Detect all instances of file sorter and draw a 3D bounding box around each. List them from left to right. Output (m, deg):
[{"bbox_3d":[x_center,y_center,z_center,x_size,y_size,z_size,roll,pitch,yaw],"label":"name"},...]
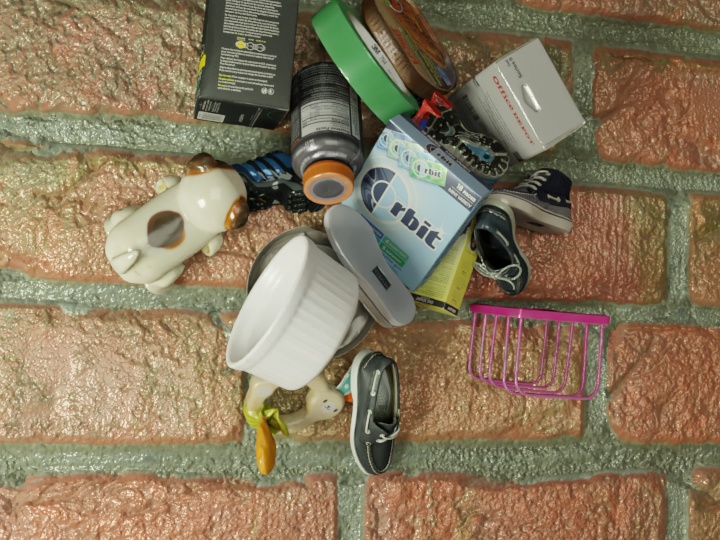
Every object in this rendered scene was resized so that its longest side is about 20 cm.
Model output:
[{"bbox_3d":[0.257,0.119,1.316,0.138,0.200,0.126,6,89,-12],"label":"file sorter"}]

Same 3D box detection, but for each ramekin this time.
[{"bbox_3d":[-0.088,0.062,1.185,0.097,0.200,0.201,32,81,-18],"label":"ramekin"}]

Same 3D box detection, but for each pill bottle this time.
[{"bbox_3d":[-0.049,-0.194,1.268,0.106,0.106,0.201,5,57,-12],"label":"pill bottle"}]

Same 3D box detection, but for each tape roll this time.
[{"bbox_3d":[0.009,-0.300,1.278,0.048,0.200,0.201,-34,96,15],"label":"tape roll"}]

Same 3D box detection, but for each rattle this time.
[{"bbox_3d":[-0.059,0.206,1.263,0.199,0.143,0.131,4,107,-21],"label":"rattle"}]

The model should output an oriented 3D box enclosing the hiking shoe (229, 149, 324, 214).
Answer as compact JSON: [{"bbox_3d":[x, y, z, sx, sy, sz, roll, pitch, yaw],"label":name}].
[{"bbox_3d":[-0.146,-0.138,1.312,0.199,0.074,0.087,7,59,-10],"label":"hiking shoe"}]

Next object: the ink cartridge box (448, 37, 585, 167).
[{"bbox_3d":[0.230,-0.241,1.324,0.084,0.200,0.146,-32,95,-13],"label":"ink cartridge box"}]

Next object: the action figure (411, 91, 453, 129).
[{"bbox_3d":[0.081,-0.156,1.305,0.099,0.200,0.065,45,40,4],"label":"action figure"}]

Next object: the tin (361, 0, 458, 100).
[{"bbox_3d":[0.074,-0.347,1.340,0.112,0.042,0.201,-19,77,-54],"label":"tin"}]

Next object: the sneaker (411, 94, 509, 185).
[{"bbox_3d":[0.132,-0.189,1.362,0.200,0.090,0.078,40,68,13],"label":"sneaker"}]

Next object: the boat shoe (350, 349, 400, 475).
[{"bbox_3d":[0.027,0.217,1.299,0.075,0.060,0.201,-26,117,-41],"label":"boat shoe"}]

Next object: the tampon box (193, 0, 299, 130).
[{"bbox_3d":[-0.165,-0.321,1.264,0.126,0.150,0.201,6,86,-13],"label":"tampon box"}]

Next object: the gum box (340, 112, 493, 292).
[{"bbox_3d":[0.069,-0.095,1.270,0.170,0.200,0.045,42,39,10],"label":"gum box"}]

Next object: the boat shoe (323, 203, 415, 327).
[{"bbox_3d":[0.000,0.000,1.270,0.073,0.065,0.201,-34,97,-37],"label":"boat shoe"}]

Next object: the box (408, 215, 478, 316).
[{"bbox_3d":[0.140,-0.036,1.355,0.050,0.075,0.201,27,79,-52],"label":"box"}]

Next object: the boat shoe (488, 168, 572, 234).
[{"bbox_3d":[0.260,-0.120,1.366,0.200,0.074,0.093,15,77,-47],"label":"boat shoe"}]

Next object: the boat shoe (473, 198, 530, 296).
[{"bbox_3d":[0.211,-0.021,1.329,0.075,0.200,0.062,14,57,26],"label":"boat shoe"}]

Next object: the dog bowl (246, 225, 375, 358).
[{"bbox_3d":[-0.073,0.034,1.315,0.199,0.059,0.201,1,86,-13],"label":"dog bowl"}]

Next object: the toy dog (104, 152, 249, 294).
[{"bbox_3d":[-0.247,-0.076,1.201,0.200,0.194,0.140,-34,86,10],"label":"toy dog"}]
